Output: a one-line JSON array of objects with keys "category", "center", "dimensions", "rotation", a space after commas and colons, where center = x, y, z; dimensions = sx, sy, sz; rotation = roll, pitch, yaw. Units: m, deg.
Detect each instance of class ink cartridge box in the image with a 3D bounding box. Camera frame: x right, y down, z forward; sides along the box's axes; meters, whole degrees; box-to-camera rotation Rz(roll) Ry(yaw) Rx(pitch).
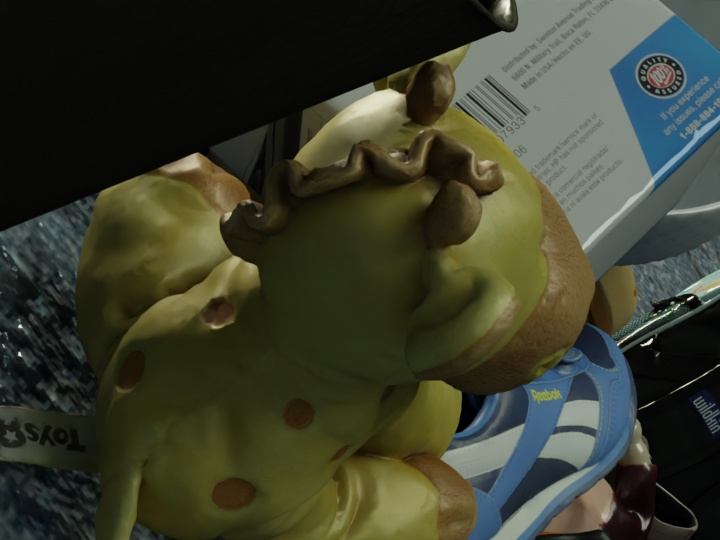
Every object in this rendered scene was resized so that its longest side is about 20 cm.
[{"category": "ink cartridge box", "center": [0.026, -0.077, 0.736], "dimensions": [0.200, 0.084, 0.144], "rotation": [43, 57, 11]}]

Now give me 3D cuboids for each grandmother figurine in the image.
[{"category": "grandmother figurine", "center": [0.108, 0.123, 0.950], "dimensions": [0.200, 0.121, 0.060], "rotation": [54, -23, -23]}]

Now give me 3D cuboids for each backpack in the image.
[{"category": "backpack", "center": [0.227, 0.089, 1.144], "dimensions": [0.178, 0.199, 0.151], "rotation": [58, -3, -4]}]

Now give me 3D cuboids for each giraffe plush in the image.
[{"category": "giraffe plush", "center": [-0.003, 0.008, 0.580], "dimensions": [0.200, 0.162, 0.173], "rotation": [-5, 61, -53]}]

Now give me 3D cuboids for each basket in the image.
[{"category": "basket", "center": [-0.088, -0.092, 0.517], "dimensions": [0.181, 0.199, 0.136], "rotation": [55, 17, -19]}]

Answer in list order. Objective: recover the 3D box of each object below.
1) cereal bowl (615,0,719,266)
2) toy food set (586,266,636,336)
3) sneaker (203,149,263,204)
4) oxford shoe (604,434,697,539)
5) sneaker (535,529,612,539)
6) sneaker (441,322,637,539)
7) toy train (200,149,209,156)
[{"category": "cereal bowl", "center": [0.094, -0.081, 0.869], "dimensions": [0.199, 0.083, 0.201], "rotation": [10, 52, -13]}, {"category": "toy food set", "center": [0.084, -0.030, 0.999], "dimensions": [0.198, 0.048, 0.200], "rotation": [60, -1, 26]}, {"category": "sneaker", "center": [0.000, 0.000, 0.813], "dimensions": [0.201, 0.090, 0.078], "rotation": [60, 15, -6]}, {"category": "oxford shoe", "center": [0.108, 0.089, 1.008], "dimensions": [0.200, 0.073, 0.071], "rotation": [49, 21, -34]}, {"category": "sneaker", "center": [0.051, 0.140, 0.734], "dimensions": [0.070, 0.090, 0.200], "rotation": [61, 17, 2]}, {"category": "sneaker", "center": [0.054, 0.056, 0.769], "dimensions": [0.200, 0.074, 0.083], "rotation": [-38, 117, -54]}, {"category": "toy train", "center": [-0.056, -0.006, 0.763], "dimensions": [0.201, 0.034, 0.046], "rotation": [65, 7, 15]}]
